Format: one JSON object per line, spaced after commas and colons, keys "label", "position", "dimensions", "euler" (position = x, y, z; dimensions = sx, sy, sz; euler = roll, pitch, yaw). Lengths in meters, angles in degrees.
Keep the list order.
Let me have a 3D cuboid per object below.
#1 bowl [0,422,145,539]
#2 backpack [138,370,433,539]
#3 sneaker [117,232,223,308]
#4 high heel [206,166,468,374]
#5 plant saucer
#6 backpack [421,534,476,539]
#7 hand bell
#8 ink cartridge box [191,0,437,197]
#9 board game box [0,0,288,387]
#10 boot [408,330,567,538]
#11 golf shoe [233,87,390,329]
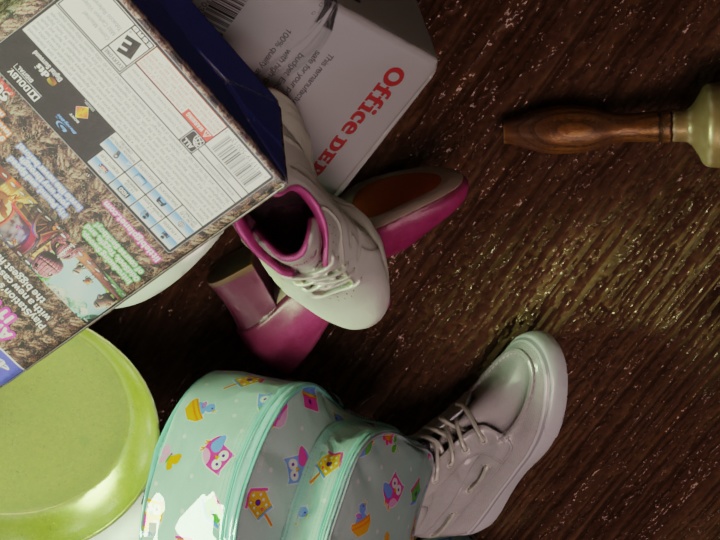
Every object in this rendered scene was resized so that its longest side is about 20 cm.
{"label": "bowl", "position": [-0.242, 0.182, 1.312], "dimensions": [0.200, 0.075, 0.200], "euler": [-37, 126, 16]}
{"label": "backpack", "position": [-0.051, 0.160, 1.225], "dimensions": [0.200, 0.153, 0.176], "euler": [33, 72, -50]}
{"label": "sneaker", "position": [-0.174, -0.022, 1.139], "dimensions": [0.200, 0.074, 0.082], "euler": [-22, 130, 28]}
{"label": "high heel", "position": [0.000, 0.000, 1.221], "dimensions": [0.200, 0.067, 0.096], "euler": [-22, 121, 25]}
{"label": "plant saucer", "position": [-0.233, 0.102, 1.188], "dimensions": [0.200, 0.031, 0.200], "euler": [-3, 120, -5]}
{"label": "backpack", "position": [0.047, 0.303, 1.396], "dimensions": [0.200, 0.191, 0.154], "euler": [-21, 113, 5]}
{"label": "hand bell", "position": [0.194, -0.094, 1.193], "dimensions": [0.200, 0.104, 0.104], "euler": [-2, 130, 6]}
{"label": "ink cartridge box", "position": [-0.077, -0.135, 1.086], "dimensions": [0.200, 0.084, 0.146], "euler": [25, 120, -28]}
{"label": "board game box", "position": [-0.165, -0.066, 0.945], "dimensions": [0.200, 0.097, 0.159], "euler": [-34, 116, 14]}
{"label": "boot", "position": [0.076, 0.129, 1.325], "dimensions": [0.096, 0.074, 0.200], "euler": [-7, 134, -34]}
{"label": "golf shoe", "position": [-0.037, -0.016, 1.079], "dimensions": [0.075, 0.092, 0.200], "euler": [-24, 133, 13]}
